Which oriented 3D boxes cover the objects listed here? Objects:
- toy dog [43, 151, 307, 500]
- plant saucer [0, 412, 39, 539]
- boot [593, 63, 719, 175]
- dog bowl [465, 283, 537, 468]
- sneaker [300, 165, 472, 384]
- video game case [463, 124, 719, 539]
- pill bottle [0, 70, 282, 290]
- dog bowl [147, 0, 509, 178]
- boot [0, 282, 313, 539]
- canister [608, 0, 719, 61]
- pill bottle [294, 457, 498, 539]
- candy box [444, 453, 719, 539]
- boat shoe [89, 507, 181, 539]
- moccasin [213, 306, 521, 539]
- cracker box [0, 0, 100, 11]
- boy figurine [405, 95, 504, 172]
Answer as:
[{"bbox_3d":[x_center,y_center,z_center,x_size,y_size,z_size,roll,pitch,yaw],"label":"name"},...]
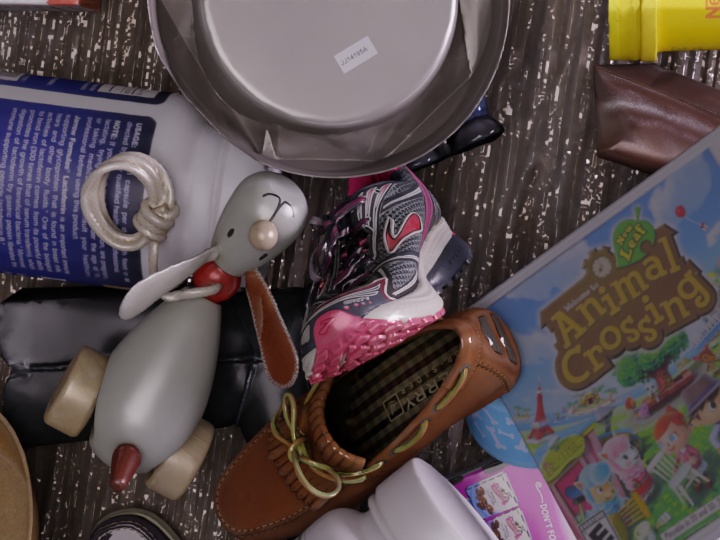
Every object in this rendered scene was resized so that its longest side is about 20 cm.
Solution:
[{"bbox_3d":[-0.100,0.044,1.383,0.131,0.096,0.201,9,114,-6],"label":"toy dog"},{"bbox_3d":[-0.248,0.172,1.484,0.199,0.035,0.202,-20,58,35],"label":"plant saucer"},{"bbox_3d":[0.206,-0.041,1.394,0.199,0.187,0.065,24,120,2],"label":"boot"},{"bbox_3d":[0.145,0.043,1.427,0.199,0.050,0.112,-11,52,16],"label":"dog bowl"},{"bbox_3d":[0.000,0.000,1.363,0.080,0.200,0.075,-28,101,17],"label":"sneaker"},{"bbox_3d":[0.170,0.044,1.344,0.200,0.022,0.183,-36,66,20],"label":"video game case"},{"bbox_3d":[-0.148,-0.049,1.461,0.198,0.116,0.117,7,94,7],"label":"pill bottle"},{"bbox_3d":[-0.020,-0.147,1.395,0.198,0.059,0.202,0,87,-7],"label":"dog bowl"},{"bbox_3d":[-0.110,0.090,1.489,0.198,0.066,0.166,-2,86,5],"label":"boot"},{"bbox_3d":[0.236,-0.194,1.422,0.198,0.087,0.150,-1,93,6],"label":"canister"},{"bbox_3d":[-0.015,0.201,1.374,0.200,0.113,0.114,-41,88,7],"label":"pill bottle"},{"bbox_3d":[0.146,0.152,1.463,0.199,0.061,0.137,-22,89,8],"label":"candy box"},{"bbox_3d":[-0.117,0.240,1.499,0.071,0.065,0.202,-12,91,8],"label":"boat shoe"},{"bbox_3d":[-0.005,0.087,1.388,0.201,0.078,0.074,-29,69,28],"label":"moccasin"},{"bbox_3d":[-0.252,-0.221,1.494,0.198,0.058,0.135,1,92,6],"label":"cracker box"},{"bbox_3d":[0.008,-0.154,1.463,0.124,0.064,0.201,-24,89,5],"label":"boy figurine"}]
